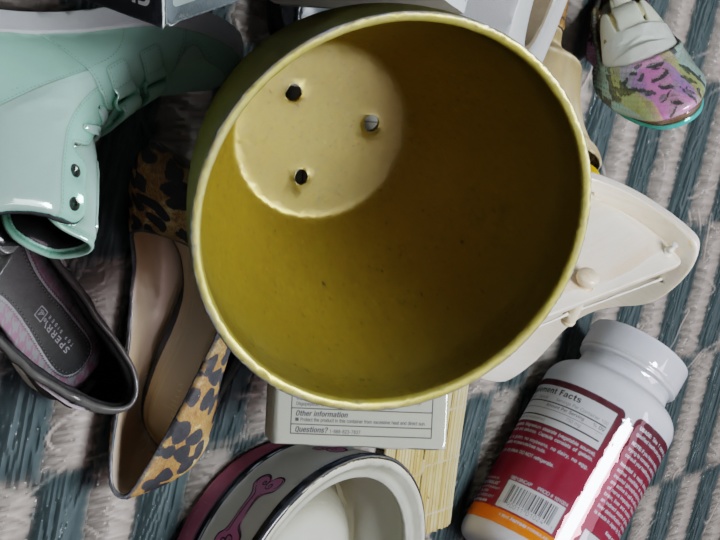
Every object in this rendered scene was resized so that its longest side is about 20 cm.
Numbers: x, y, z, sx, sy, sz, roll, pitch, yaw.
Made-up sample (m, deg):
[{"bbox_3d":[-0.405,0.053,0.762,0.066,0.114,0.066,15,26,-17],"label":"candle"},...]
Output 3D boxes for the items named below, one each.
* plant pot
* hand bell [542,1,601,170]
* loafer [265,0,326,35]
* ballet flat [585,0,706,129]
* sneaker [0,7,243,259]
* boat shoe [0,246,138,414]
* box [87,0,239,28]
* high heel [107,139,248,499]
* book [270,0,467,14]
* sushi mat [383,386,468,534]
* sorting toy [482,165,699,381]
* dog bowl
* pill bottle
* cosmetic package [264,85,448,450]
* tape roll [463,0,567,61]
[{"bbox_3d":[-0.003,-0.050,0.876,0.199,0.142,0.201,-7,114,-16],"label":"plant pot"},{"bbox_3d":[0.129,-0.174,1.165,0.104,0.104,0.201,29,70,-54],"label":"hand bell"},{"bbox_3d":[0.005,-0.213,0.978,0.068,0.070,0.202,23,88,-53],"label":"loafer"},{"bbox_3d":[0.187,-0.157,1.190,0.200,0.069,0.072,-95,168,-68],"label":"ballet flat"},{"bbox_3d":[-0.130,-0.063,0.834,0.200,0.074,0.119,-9,79,-42],"label":"sneaker"},{"bbox_3d":[-0.171,0.008,0.869,0.067,0.057,0.200,-55,142,-19],"label":"boat shoe"},{"bbox_3d":[-0.076,-0.178,0.812,0.200,0.158,0.046,-29,131,-43],"label":"box"},{"bbox_3d":[-0.111,0.033,0.944,0.143,0.071,0.200,-58,153,-26],"label":"high heel"},{"bbox_3d":[0.020,-0.237,0.907,0.048,0.133,0.201,22,80,-55],"label":"book"},{"bbox_3d":[0.047,0.107,1.246,0.095,0.012,0.201,-14,118,-47],"label":"sushi mat"},{"bbox_3d":[0.088,0.030,1.121,0.199,0.107,0.180,-18,149,-39],"label":"sorting toy"},{"bbox_3d":[-0.047,0.200,1.118,0.200,0.074,0.201,-29,130,-42],"label":"dog bowl"},{"bbox_3d":[0.172,0.144,1.343,0.201,0.113,0.113,-58,143,-14],"label":"pill bottle"},{"bbox_3d":[0.000,0.000,0.996,0.073,0.103,0.201,160,-67,-83],"label":"cosmetic package"},{"bbox_3d":[0.085,-0.191,1.032,0.202,0.070,0.203,20,90,-79],"label":"tape roll"}]
